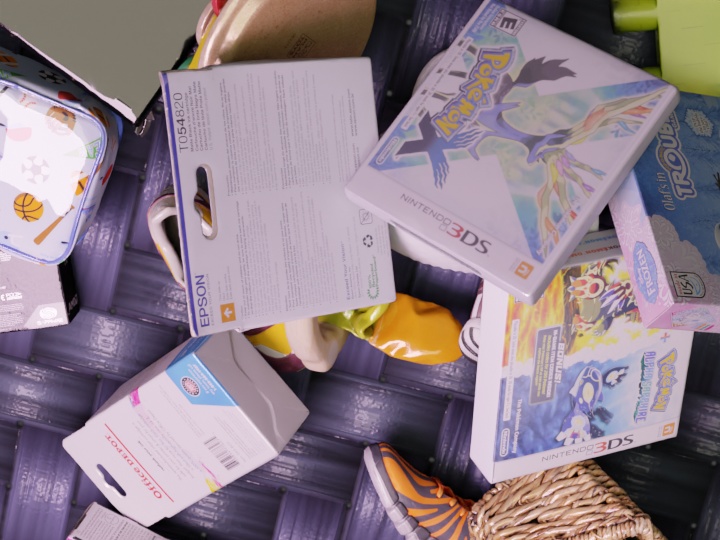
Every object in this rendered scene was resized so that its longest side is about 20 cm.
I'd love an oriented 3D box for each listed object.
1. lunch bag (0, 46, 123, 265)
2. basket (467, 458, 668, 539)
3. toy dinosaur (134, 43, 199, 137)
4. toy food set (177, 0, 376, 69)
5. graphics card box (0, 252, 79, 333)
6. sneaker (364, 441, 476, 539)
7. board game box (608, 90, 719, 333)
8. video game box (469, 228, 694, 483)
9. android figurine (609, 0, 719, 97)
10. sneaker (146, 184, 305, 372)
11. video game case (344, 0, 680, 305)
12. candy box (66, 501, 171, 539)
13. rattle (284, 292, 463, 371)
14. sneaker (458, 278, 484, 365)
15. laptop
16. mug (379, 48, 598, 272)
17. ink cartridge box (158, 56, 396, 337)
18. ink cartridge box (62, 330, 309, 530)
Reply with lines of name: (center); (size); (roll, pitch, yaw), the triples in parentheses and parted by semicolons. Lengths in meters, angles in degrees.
lunch bag: (-0.306, -0.098, 1.314); (0.198, 0.076, 0.161); (23, 113, -3)
basket: (0.194, 0.268, 1.360); (0.142, 0.149, 0.200); (-40, 128, -4)
toy dinosaur: (-0.156, -0.185, 1.336); (0.135, 0.102, 0.201); (-37, 79, -6)
toy food set: (-0.062, -0.191, 1.289); (0.049, 0.197, 0.201); (40, 113, 26)
graphics card box: (-0.324, -0.045, 1.393); (0.124, 0.051, 0.202); (-8, 102, 3)
sneaker: (0.092, 0.212, 1.440); (0.112, 0.078, 0.201); (-34, 111, 5)
board game box: (0.284, -0.045, 1.244); (0.197, 0.202, 0.043); (4, 148, -26)
video game box: (0.182, 0.064, 1.290); (0.181, 0.047, 0.202); (-13, 125, -22)
android figurine: (0.310, -0.194, 1.340); (0.198, 0.041, 0.184); (-8, 103, 4)
sneaker: (-0.115, 0.017, 1.381); (0.075, 0.090, 0.200); (-40, 99, 11)
video game case: (0.113, -0.096, 1.219); (0.182, 0.022, 0.201); (31, 77, 28)
candy box: (-0.182, 0.314, 1.445); (0.199, 0.061, 0.137); (27, 121, 3)
rattle: (0.000, 0.000, 1.318); (0.142, 0.130, 0.201); (25, 140, 30)
sneaker: (0.180, 0.049, 1.394); (0.199, 0.075, 0.116); (27, 64, -30)
laptop: (-0.193, -0.257, 1.298); (0.187, 0.116, 0.201); (35, 100, -6)
mug: (0.102, -0.094, 1.331); (0.173, 0.148, 0.202); (-2, 73, 3)
ink cartridge box: (-0.068, -0.060, 1.227); (0.199, 0.040, 0.202); (-9, 95, -39)
ink cartridge box: (-0.156, 0.137, 1.403); (0.199, 0.068, 0.115); (-32, 102, 37)
